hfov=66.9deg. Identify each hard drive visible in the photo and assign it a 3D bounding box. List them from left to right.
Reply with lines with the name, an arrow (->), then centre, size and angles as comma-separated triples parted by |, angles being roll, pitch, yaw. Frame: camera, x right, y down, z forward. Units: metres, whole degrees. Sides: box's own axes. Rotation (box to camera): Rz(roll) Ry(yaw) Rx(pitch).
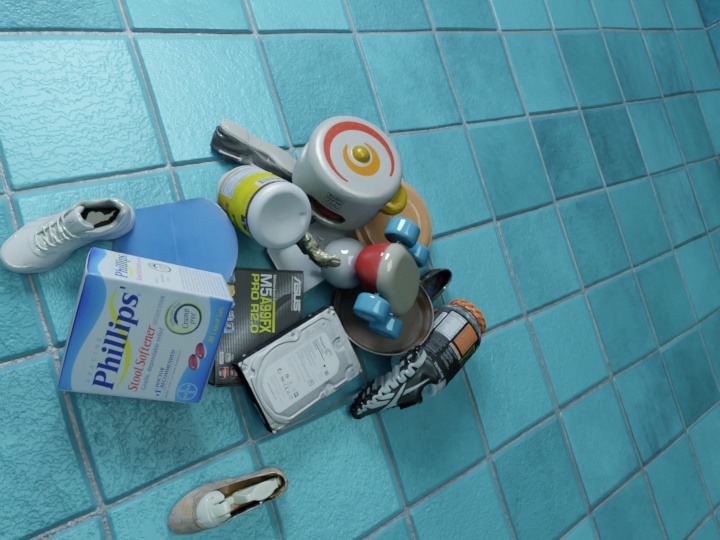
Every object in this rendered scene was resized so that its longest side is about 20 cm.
hard drive -> -0.104, 0.168, 0.949 | 0.200, 0.038, 0.140 | -30, 103, -30

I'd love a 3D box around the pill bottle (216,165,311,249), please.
pill bottle -> -0.173, -0.114, 0.921 | 0.109, 0.200, 0.110 | -14, 117, -30

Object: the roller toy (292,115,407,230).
roller toy -> -0.022, -0.177, 0.992 | 0.182, 0.140, 0.201 | -12, 74, -29

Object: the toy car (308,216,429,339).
toy car -> 0.000, 0.000, 1.015 | 0.185, 0.199, 0.177 | -67, 154, -16

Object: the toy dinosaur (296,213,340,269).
toy dinosaur -> -0.109, -0.081, 0.963 | 0.047, 0.088, 0.200 | -24, 54, -38

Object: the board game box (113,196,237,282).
board game box -> -0.302, -0.032, 0.906 | 0.199, 0.039, 0.159 | -12, 79, -7

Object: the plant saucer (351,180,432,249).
plant saucer -> 0.070, -0.099, 1.120 | 0.199, 0.032, 0.201 | 8, 75, -30

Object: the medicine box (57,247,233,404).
medicine box -> -0.317, 0.086, 0.807 | 0.199, 0.103, 0.183 | 13, 106, -29

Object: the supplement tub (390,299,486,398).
supplement tub -> 0.166, 0.155, 1.121 | 0.200, 0.122, 0.123 | -40, 100, -32

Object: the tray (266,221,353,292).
tray -> -0.083, -0.037, 1.071 | 0.200, 0.022, 0.108 | -32, 96, -32

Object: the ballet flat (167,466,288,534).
ballet flat -> -0.206, 0.368, 0.879 | 0.199, 0.067, 0.068 | -15, 87, -33

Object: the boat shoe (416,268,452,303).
boat shoe -> 0.121, 0.055, 1.155 | 0.200, 0.057, 0.069 | -42, 102, -31

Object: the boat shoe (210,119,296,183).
boat shoe -> -0.189, -0.211, 1.034 | 0.200, 0.057, 0.067 | 30, 30, -27

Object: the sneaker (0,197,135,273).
sneaker -> -0.437, -0.063, 0.809 | 0.200, 0.099, 0.078 | -33, 95, -24

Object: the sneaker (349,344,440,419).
sneaker -> 0.069, 0.230, 1.017 | 0.090, 0.200, 0.067 | 43, 19, -11

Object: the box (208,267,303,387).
box -> -0.181, 0.097, 0.954 | 0.160, 0.044, 0.201 | 4, 85, -30

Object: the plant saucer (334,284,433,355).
plant saucer -> 0.045, 0.082, 1.075 | 0.199, 0.032, 0.201 | 5, 54, -7
